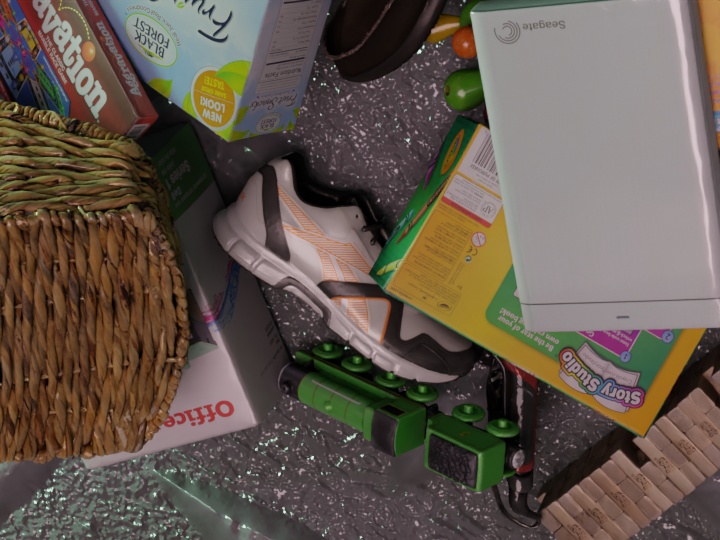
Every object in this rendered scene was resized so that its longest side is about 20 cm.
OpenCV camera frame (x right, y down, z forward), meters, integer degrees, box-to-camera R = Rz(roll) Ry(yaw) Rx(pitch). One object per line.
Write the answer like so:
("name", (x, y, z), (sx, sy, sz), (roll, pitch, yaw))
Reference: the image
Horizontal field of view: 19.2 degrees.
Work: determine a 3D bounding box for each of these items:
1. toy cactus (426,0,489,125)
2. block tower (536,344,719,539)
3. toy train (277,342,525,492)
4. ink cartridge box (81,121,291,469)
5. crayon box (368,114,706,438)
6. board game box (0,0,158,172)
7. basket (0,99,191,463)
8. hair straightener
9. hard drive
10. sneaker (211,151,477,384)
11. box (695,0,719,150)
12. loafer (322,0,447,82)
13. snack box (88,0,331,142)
("toy cactus", (0.137, -0.155, 1.299), (0.164, 0.102, 0.201), (33, 109, -10))
("block tower", (0.201, 0.119, 1.407), (0.054, 0.058, 0.200), (45, 118, -4))
("toy train", (0.022, 0.096, 1.410), (0.199, 0.056, 0.042), (21, 119, 39))
("ink cartridge box", (-0.152, 0.020, 1.455), (0.144, 0.084, 0.202), (-15, 107, 22))
("crayon box", (0.121, 0.004, 1.334), (0.199, 0.058, 0.119), (30, 94, -13))
("board game box", (-0.205, -0.150, 1.377), (0.103, 0.019, 0.201), (-44, 67, 37))
("basket", (-0.186, 0.001, 1.356), (0.141, 0.149, 0.202), (-5, 127, -14))
("hair straightener", (0.105, 0.072, 1.413), (0.040, 0.077, 0.202), (-6, 100, -12))
("hard drive", (0.143, -0.062, 1.237), (0.131, 0.027, 0.202), (-2, 111, 25))
("sneaker", (0.000, 0.000, 1.409), (0.199, 0.074, 0.080), (35, 106, -6))
("box", (0.209, -0.163, 1.250), (0.041, 0.119, 0.202), (-5, 111, 18))
("loafer", (0.025, -0.199, 1.274), (0.071, 0.073, 0.200), (19, 128, -24))
("snack box", (-0.091, -0.208, 1.316), (0.168, 0.067, 0.202), (34, 122, 31))
